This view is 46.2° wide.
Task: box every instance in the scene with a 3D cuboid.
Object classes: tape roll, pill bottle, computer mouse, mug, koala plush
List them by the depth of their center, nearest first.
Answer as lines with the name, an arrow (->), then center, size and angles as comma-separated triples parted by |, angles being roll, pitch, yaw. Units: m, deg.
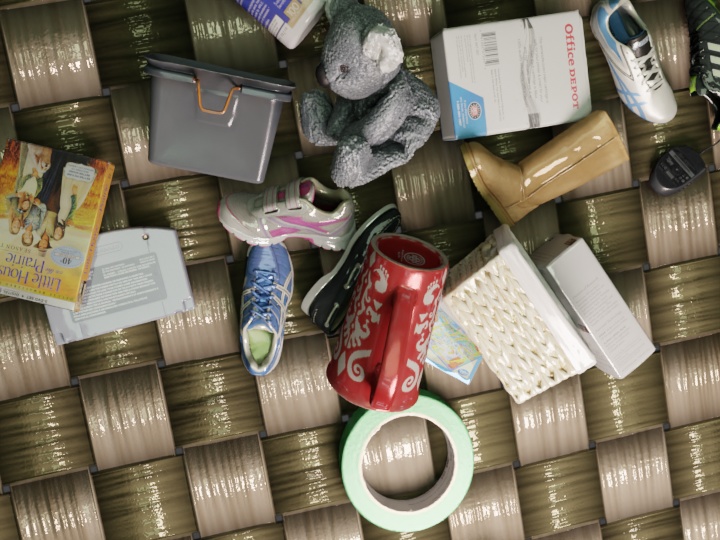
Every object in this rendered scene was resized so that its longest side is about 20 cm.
koala plush -> 0.009, -0.250, 1.080 | 0.181, 0.178, 0.202 | -23, 132, -10
mug -> 0.050, 0.075, 1.100 | 0.131, 0.178, 0.204 | 1, 117, -31
pill bottle -> -0.128, -0.401, 1.102 | 0.199, 0.120, 0.120 | 40, 90, -9
tape roll -> 0.066, 0.276, 1.235 | 0.196, 0.048, 0.205 | -1, 97, -7
computer mouse -> 0.508, -0.176, 1.256 | 0.198, 0.034, 0.059 | -34, 74, -7

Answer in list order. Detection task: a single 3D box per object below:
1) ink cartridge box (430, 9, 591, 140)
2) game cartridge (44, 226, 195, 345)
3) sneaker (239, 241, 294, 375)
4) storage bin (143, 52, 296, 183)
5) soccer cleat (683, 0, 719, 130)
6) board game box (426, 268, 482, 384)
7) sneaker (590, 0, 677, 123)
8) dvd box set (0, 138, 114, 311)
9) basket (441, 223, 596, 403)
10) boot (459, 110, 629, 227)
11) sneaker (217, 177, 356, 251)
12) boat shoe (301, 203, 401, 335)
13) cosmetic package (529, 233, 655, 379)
ink cartridge box -> 0.208, -0.269, 1.176 | 0.195, 0.084, 0.149 | -9, 97, -7
game cartridge -> -0.338, 0.013, 1.162 | 0.196, 0.040, 0.136 | -14, 101, -6
sneaker -> -0.129, 0.049, 1.171 | 0.074, 0.077, 0.205 | 1, 94, -6
storage bin -> -0.191, -0.197, 1.114 | 0.195, 0.146, 0.137 | 9, 105, -8
soccer cleat -> 0.505, -0.301, 1.219 | 0.080, 0.068, 0.203 | -27, 96, 3
board game box -> 0.101, 0.058, 1.223 | 0.197, 0.034, 0.136 | 29, 92, -9
sneaker -> 0.395, -0.298, 1.205 | 0.071, 0.072, 0.202 | -34, 100, -4
dvd box set -> -0.421, -0.060, 1.120 | 0.143, 0.029, 0.204 | 13, 84, -1
basket -> 0.207, 0.061, 1.143 | 0.122, 0.136, 0.201 | -36, 98, 12
boot -> 0.250, -0.161, 1.156 | 0.198, 0.067, 0.175 | -31, 139, 14
sneaker -> -0.095, -0.088, 1.144 | 0.195, 0.082, 0.089 | 2, 138, -14
boat shoe -> 0.000, 0.000, 1.172 | 0.060, 0.075, 0.201 | 43, 108, 21
cosmetic package -> 0.329, 0.049, 1.218 | 0.074, 0.102, 0.201 | -38, 98, -3
